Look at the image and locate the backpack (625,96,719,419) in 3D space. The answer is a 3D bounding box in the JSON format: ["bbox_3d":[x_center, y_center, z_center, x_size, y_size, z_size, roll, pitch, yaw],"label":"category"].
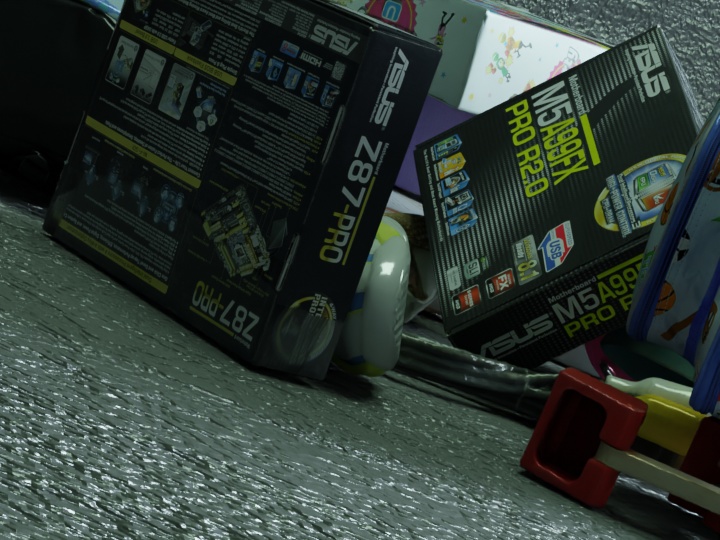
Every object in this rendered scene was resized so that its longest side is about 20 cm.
[{"bbox_3d":[0.210,-0.006,1.282,0.153,0.201,0.191,15,14,3],"label":"backpack"}]

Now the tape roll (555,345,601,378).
[{"bbox_3d":[0.142,0.019,1.806,0.199,0.066,0.200,22,6,-2],"label":"tape roll"}]

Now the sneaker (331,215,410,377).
[{"bbox_3d":[-0.037,0.004,1.333,0.104,0.076,0.200,6,5,-8],"label":"sneaker"}]

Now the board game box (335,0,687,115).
[{"bbox_3d":[0.083,-0.130,1.706,0.199,0.065,0.147,9,12,-47],"label":"board game box"}]

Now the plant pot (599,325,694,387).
[{"bbox_3d":[0.254,0.025,1.492,0.200,0.161,0.201,32,-4,3],"label":"plant pot"}]

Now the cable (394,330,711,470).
[{"bbox_3d":[0.100,0.054,1.405,0.199,0.051,0.097,24,8,-4],"label":"cable"}]

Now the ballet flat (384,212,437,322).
[{"bbox_3d":[0.000,0.000,1.543,0.200,0.071,0.065,12,39,-49],"label":"ballet flat"}]

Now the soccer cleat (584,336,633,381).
[{"bbox_3d":[0.216,0.056,1.656,0.199,0.070,0.087,22,31,-18],"label":"soccer cleat"}]

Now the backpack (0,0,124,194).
[{"bbox_3d":[-0.151,-0.099,1.517,0.162,0.154,0.200,20,-13,17],"label":"backpack"}]

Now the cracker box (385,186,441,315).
[{"bbox_3d":[-0.029,-0.037,1.695,0.199,0.058,0.134,20,8,-27],"label":"cracker box"}]

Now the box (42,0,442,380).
[{"bbox_3d":[-0.060,-0.059,1.289,0.049,0.162,0.200,16,7,-39],"label":"box"}]

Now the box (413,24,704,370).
[{"bbox_3d":[0.115,-0.037,1.496,0.044,0.160,0.200,57,14,-30],"label":"box"}]

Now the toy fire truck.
[{"bbox_3d":[0.183,0.106,1.269,0.199,0.049,0.141,25,7,17],"label":"toy fire truck"}]

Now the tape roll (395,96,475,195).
[{"bbox_3d":[0.078,-0.078,1.802,0.199,0.066,0.200,19,7,-3],"label":"tape roll"}]
